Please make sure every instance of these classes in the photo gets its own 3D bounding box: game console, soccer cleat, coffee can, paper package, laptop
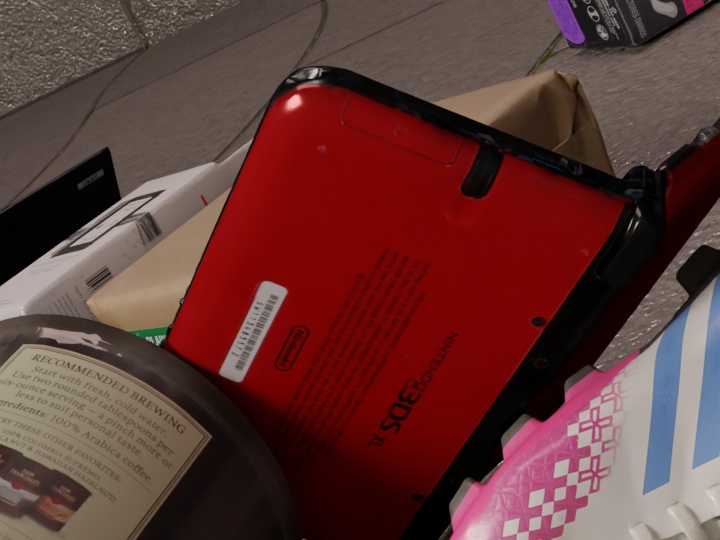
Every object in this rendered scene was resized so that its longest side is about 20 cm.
[{"bbox_3d":[0.031,0.001,0.563,0.119,0.172,0.200,-78,12,-45],"label":"game console"},{"bbox_3d":[0.101,0.062,0.503,0.200,0.070,0.086,-46,61,-7],"label":"soccer cleat"},{"bbox_3d":[-0.124,0.128,0.496,0.146,0.147,0.200,-17,23,34],"label":"coffee can"},{"bbox_3d":[0.000,0.000,0.806,0.199,0.104,0.191,-9,24,47],"label":"paper package"},{"bbox_3d":[-0.282,-0.006,1.299,0.177,0.104,0.200,-35,17,-25],"label":"laptop"}]

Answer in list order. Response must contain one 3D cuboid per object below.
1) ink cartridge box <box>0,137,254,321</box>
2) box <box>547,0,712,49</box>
[{"bbox_3d":[-0.108,0.022,0.892,0.068,0.116,0.200,-10,22,44],"label":"ink cartridge box"},{"bbox_3d":[0.233,-0.263,1.216,0.200,0.123,0.106,-32,16,-15],"label":"box"}]
